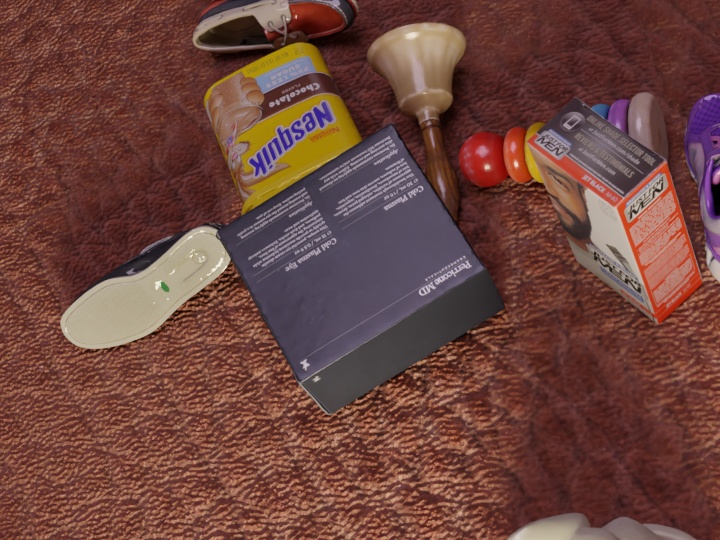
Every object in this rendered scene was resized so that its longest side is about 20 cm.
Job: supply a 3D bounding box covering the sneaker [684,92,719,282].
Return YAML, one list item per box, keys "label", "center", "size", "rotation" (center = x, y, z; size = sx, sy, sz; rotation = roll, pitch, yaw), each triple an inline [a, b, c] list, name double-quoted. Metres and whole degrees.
- label: "sneaker"
  center: [0.335, -0.089, 1.331]
  size: [0.080, 0.088, 0.200]
  rotation: [-12, 54, 16]

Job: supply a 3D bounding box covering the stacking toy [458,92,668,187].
- label: "stacking toy"
  center: [0.189, -0.114, 1.417]
  size: [0.200, 0.085, 0.085]
  rotation: [-7, 56, 24]

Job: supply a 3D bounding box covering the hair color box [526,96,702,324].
- label: "hair color box"
  center: [0.223, -0.048, 1.278]
  size: [0.064, 0.200, 0.111]
  rotation: [-42, 53, -8]

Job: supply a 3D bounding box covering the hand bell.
- label: "hand bell"
  center: [0.071, -0.137, 1.485]
  size: [0.104, 0.104, 0.200]
  rotation: [-14, 68, 13]

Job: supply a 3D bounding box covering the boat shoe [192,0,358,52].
- label: "boat shoe"
  center: [-0.095, -0.275, 1.630]
  size: [0.200, 0.071, 0.063]
  rotation: [3, 45, 30]

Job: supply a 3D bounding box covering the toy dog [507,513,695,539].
- label: "toy dog"
  center: [0.210, 0.295, 1.113]
  size: [0.194, 0.140, 0.200]
  rotation: [-9, 44, -29]

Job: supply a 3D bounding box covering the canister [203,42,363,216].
- label: "canister"
  center: [-0.071, -0.129, 1.522]
  size: [0.148, 0.087, 0.200]
  rotation: [-27, 51, 3]

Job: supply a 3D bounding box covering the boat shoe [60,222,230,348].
- label: "boat shoe"
  center: [-0.215, 0.015, 1.511]
  size: [0.200, 0.072, 0.068]
  rotation: [-32, 16, 9]

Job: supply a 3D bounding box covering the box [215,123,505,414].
- label: "box"
  center: [0.000, 0.000, 1.380]
  size: [0.200, 0.104, 0.182]
  rotation: [-31, 62, 2]
